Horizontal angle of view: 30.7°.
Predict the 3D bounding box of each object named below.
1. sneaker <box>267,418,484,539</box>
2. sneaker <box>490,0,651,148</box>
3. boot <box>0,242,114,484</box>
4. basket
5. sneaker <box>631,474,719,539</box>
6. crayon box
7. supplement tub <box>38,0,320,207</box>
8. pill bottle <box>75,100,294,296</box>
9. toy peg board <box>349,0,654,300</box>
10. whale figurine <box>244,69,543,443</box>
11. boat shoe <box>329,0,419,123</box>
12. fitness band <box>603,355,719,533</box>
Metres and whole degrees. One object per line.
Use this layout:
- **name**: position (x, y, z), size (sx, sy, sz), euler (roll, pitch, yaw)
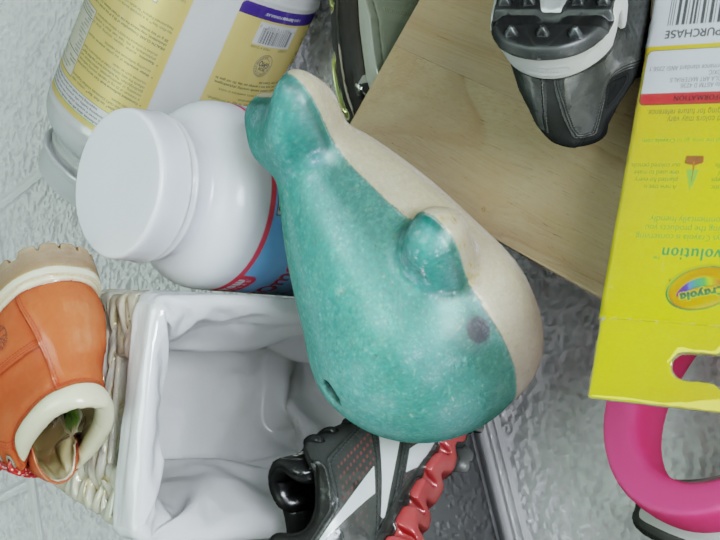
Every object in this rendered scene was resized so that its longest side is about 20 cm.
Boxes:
- **sneaker**: position (0.006, 0.104, 0.717), size (0.201, 0.097, 0.071), euler (-64, 3, -37)
- **sneaker**: position (0.110, -0.136, 0.607), size (0.066, 0.091, 0.201), euler (6, 51, 23)
- **boot**: position (-0.198, 0.086, 0.738), size (0.200, 0.075, 0.108), euler (-49, 53, 39)
- **basket**: position (-0.075, 0.081, 0.789), size (0.123, 0.199, 0.137), euler (5, 90, 51)
- **sneaker**: position (0.221, 0.085, 0.590), size (0.199, 0.075, 0.116), euler (1, 75, 42)
- **crayon box**: position (0.171, -0.034, 0.533), size (0.126, 0.051, 0.202), euler (4, 74, 37)
- **supplement tub**: position (-0.126, -0.138, 0.889), size (0.145, 0.145, 0.201), euler (45, 117, 37)
- **pill bottle**: position (-0.063, -0.041, 0.778), size (0.108, 0.199, 0.110), euler (-5, 83, 45)
- **toy peg board**: position (0.125, -0.099, 0.689), size (0.200, 0.098, 0.200), euler (32, 93, 40)
- **whale figurine**: position (0.000, 0.000, 0.654), size (0.200, 0.104, 0.159), euler (53, 161, -10)
- **boat shoe**: position (0.012, -0.177, 0.802), size (0.060, 0.071, 0.203), euler (-33, 51, 54)
- **fitness band**: position (0.189, 0.029, 0.583), size (0.200, 0.037, 0.144), euler (-51, 29, 7)
